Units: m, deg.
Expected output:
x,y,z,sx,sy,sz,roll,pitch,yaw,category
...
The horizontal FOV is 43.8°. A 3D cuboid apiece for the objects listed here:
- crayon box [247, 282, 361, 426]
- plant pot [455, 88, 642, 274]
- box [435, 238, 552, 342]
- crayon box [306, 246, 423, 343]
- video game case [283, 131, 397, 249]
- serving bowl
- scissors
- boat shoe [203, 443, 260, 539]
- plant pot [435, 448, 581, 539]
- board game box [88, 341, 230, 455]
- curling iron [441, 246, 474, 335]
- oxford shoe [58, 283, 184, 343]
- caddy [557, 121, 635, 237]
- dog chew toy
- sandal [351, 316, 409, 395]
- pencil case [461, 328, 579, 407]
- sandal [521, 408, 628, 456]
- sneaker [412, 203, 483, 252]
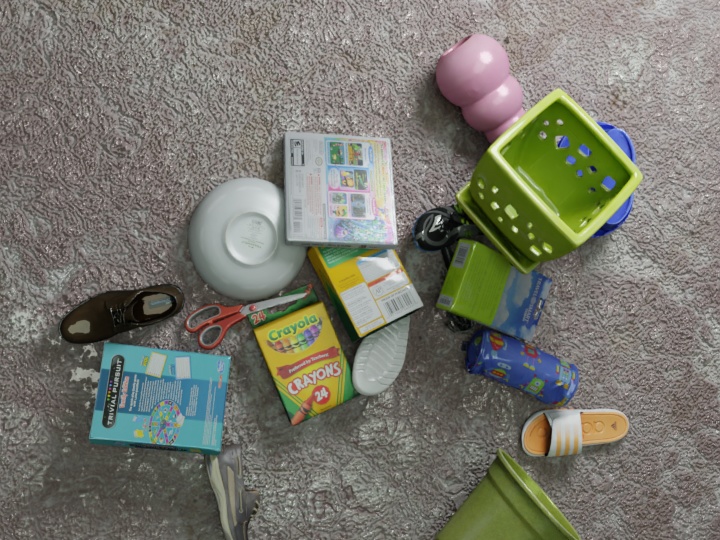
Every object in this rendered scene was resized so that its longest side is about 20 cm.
x,y,z,sx,sy,sz,roll,pitch,yaw,category
-0.095,0.136,1.467,0.126,0.051,0.201,-24,94,-10,crayon box
0.280,-0.124,1.398,0.199,0.182,0.200,48,60,4,plant pot
0.228,0.036,1.504,0.199,0.048,0.123,22,87,-36,box
0.000,0.000,1.461,0.125,0.052,0.201,-24,82,-21,crayon box
-0.034,-0.131,1.455,0.180,0.024,0.202,2,66,-12,video game case
-0.178,-0.052,1.443,0.198,0.066,0.202,0,89,-12,serving bowl
-0.188,0.059,1.446,0.199,0.014,0.073,-29,65,-5,scissors
-0.194,0.374,1.435,0.073,0.074,0.202,-16,94,-11,boat shoe
0.231,0.432,1.475,0.184,0.200,0.200,-44,98,3,plant pot
-0.311,0.202,1.402,0.198,0.047,0.152,8,68,-11,board game box
0.154,0.014,1.529,0.049,0.026,0.202,-13,92,-13,curling iron
-0.375,0.064,1.394,0.198,0.084,0.073,-19,95,-9,oxford shoe
0.402,-0.158,1.542,0.140,0.105,0.202,3,91,10,caddy
0.214,-0.291,1.498,0.124,0.124,0.201,-37,105,-9,dog chew toy
0.039,0.115,1.496,0.082,0.050,0.204,25,71,-12,sandal
0.271,0.168,1.526,0.199,0.078,0.087,22,116,-11,pencil case
0.381,0.278,1.558,0.205,0.059,0.080,-7,91,-11,sandal
0.175,-0.086,1.495,0.198,0.083,0.071,-17,86,-19,sneaker
